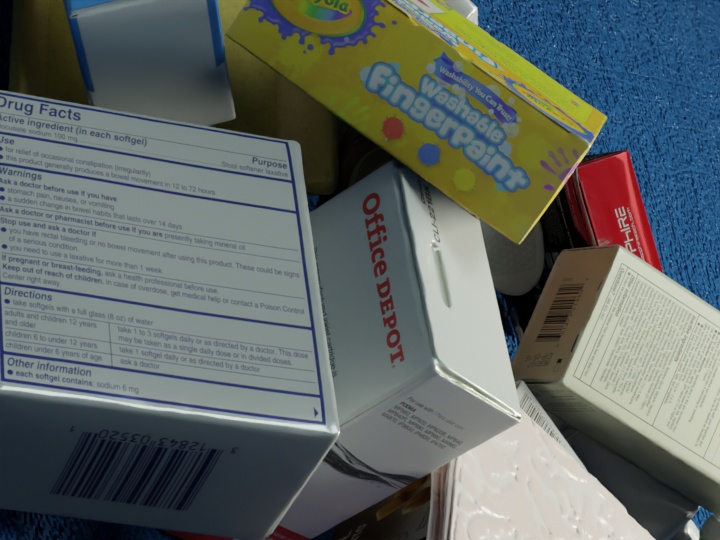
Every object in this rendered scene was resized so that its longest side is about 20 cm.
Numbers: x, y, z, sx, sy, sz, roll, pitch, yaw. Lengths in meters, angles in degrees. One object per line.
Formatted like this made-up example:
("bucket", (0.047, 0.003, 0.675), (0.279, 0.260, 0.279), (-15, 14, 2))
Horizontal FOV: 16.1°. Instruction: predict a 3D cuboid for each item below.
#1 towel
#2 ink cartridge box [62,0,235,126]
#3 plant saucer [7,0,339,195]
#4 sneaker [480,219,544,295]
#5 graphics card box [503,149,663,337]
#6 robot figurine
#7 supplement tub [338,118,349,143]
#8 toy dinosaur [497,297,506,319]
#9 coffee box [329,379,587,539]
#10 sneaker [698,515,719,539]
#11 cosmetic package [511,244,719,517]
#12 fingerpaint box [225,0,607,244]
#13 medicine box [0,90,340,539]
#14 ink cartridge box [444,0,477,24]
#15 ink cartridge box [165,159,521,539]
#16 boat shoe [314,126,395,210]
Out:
("towel", (0.105, 0.170, 1.444), (0.200, 0.032, 0.191), (45, 32, -26))
("ink cartridge box", (-0.134, -0.194, 1.425), (0.147, 0.086, 0.201), (86, -8, -64))
("plant saucer", (-0.116, -0.132, 1.524), (0.199, 0.048, 0.201), (9, 58, -17))
("sneaker", (0.061, -0.067, 1.777), (0.200, 0.071, 0.099), (54, -5, 4))
("graphics card box", (0.146, -0.015, 1.770), (0.200, 0.051, 0.126), (176, -104, -72))
("robot figurine", (0.154, 0.130, 1.720), (0.200, 0.113, 0.170), (56, 9, -5))
("supplement tub", (0.003, -0.113, 1.619), (0.200, 0.123, 0.122), (30, 14, 28))
("toy dinosaur", (0.031, 0.028, 1.663), (0.200, 0.086, 0.136), (-55, 130, -50))
("coffee box", (0.050, 0.160, 1.519), (0.080, 0.114, 0.200), (54, 28, -9))
("sneaker", (0.223, 0.231, 1.617), (0.074, 0.118, 0.200), (37, 7, -8))
("cosmetic package", (0.203, 0.076, 1.641), (0.200, 0.073, 0.104), (33, 73, -24))
("fingerpaint box", (0.036, -0.108, 1.443), (0.200, 0.073, 0.167), (35, 12, 1))
("medicine box", (-0.121, 0.021, 1.314), (0.181, 0.103, 0.201), (9, 49, -22))
("ink cartridge box", (0.009, -0.203, 1.758), (0.161, 0.050, 0.200), (40, 2, 3))
("ink cartridge box", (-0.020, 0.054, 1.414), (0.084, 0.200, 0.145), (30, 38, -42))
("boat shoe", (0.000, 0.000, 1.546), (0.072, 0.201, 0.068), (4, 31, -25))
